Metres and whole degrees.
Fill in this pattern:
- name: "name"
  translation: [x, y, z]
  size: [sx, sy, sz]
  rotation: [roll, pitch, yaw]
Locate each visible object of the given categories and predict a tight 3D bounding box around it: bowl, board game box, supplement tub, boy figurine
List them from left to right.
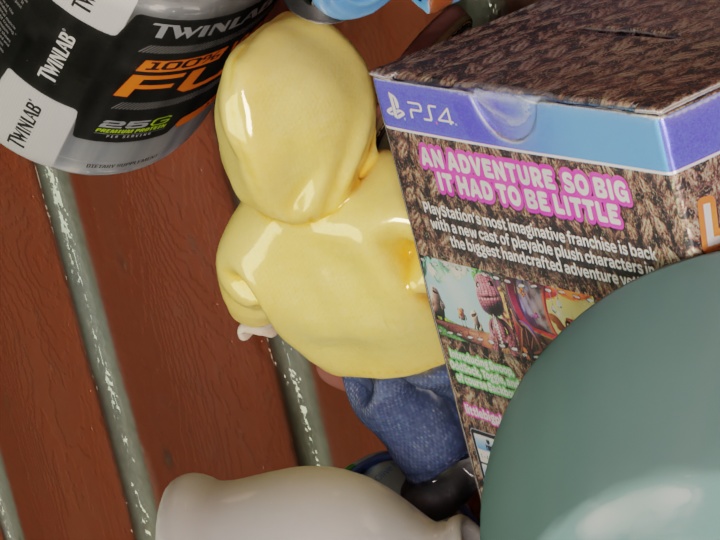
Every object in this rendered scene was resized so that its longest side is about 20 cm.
- name: "supplement tub"
  translation: [-0.089, -0.128, 1.125]
  size: [0.123, 0.122, 0.200]
  rotation: [61, 154, 11]
- name: "boy figurine"
  translation: [0.000, 0.000, 1.005]
  size: [0.124, 0.065, 0.200]
  rotation: [-11, 123, 36]
- name: "bowl"
  translation: [0.015, 0.146, 0.992]
  size: [0.202, 0.090, 0.201]
  rotation: [62, -170, -19]
- name: "board game box"
  translation: [0.105, 0.020, 0.910]
  size: [0.159, 0.096, 0.201]
  rotation: [15, 124, 58]
- name: "bowl"
  translation: [0.112, 0.105, 0.785]
  size: [0.200, 0.105, 0.202]
  rotation: [9, 115, 19]

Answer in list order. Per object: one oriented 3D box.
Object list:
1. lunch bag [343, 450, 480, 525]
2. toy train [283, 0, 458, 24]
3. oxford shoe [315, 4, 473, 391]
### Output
- name: "lunch bag"
  translation: [-0.009, 0.171, 1.138]
  size: [0.160, 0.200, 0.076]
  rotation: [46, 151, 10]
- name: "toy train"
  translation: [0.013, -0.168, 0.910]
  size: [0.087, 0.114, 0.201]
  rotation: [43, 146, 33]
- name: "oxford shoe"
  translation: [0.035, -0.014, 1.068]
  size: [0.075, 0.070, 0.201]
  rotation: [32, 146, 19]
